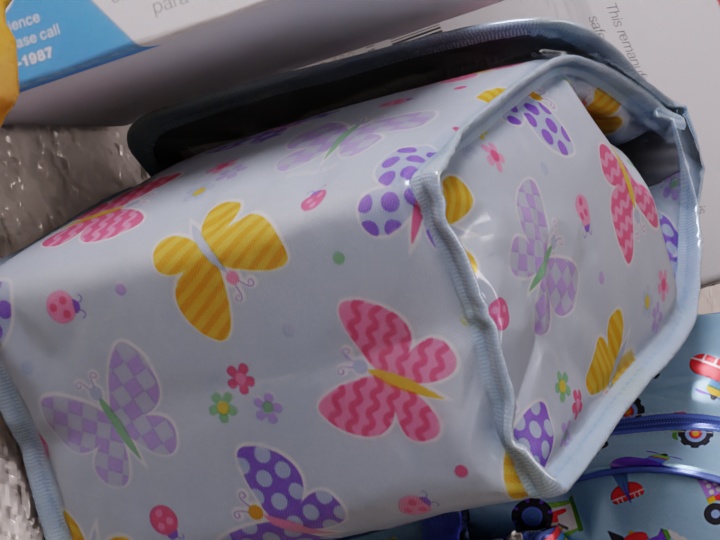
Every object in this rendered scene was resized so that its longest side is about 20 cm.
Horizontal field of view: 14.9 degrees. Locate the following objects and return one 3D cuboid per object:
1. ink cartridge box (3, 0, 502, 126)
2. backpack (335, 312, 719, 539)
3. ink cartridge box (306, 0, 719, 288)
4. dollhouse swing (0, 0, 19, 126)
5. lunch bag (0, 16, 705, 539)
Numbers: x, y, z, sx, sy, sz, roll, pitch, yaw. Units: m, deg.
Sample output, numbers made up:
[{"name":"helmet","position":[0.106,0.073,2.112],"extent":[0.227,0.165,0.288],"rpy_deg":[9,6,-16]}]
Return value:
[{"name":"ink cartridge box","position":[-0.065,-0.158,0.816],"extent":[0.146,0.147,0.200],"rpy_deg":[-7,81,-71]},{"name":"backpack","position":[0.092,0.112,0.916],"extent":[0.183,0.200,0.135],"rpy_deg":[61,28,-25]},{"name":"ink cartridge box","position":[0.091,-0.066,1.024],"extent":[0.146,0.200,0.085],"rpy_deg":[64,27,-18]},{"name":"dollhouse swing","position":[-0.108,-0.043,0.643],"extent":[0.182,0.176,0.200],"rpy_deg":[29,48,-55]},{"name":"lunch bag","position":[0.000,0.000,0.837],"extent":[0.200,0.170,0.127],"rpy_deg":[-36,109,-60]}]
